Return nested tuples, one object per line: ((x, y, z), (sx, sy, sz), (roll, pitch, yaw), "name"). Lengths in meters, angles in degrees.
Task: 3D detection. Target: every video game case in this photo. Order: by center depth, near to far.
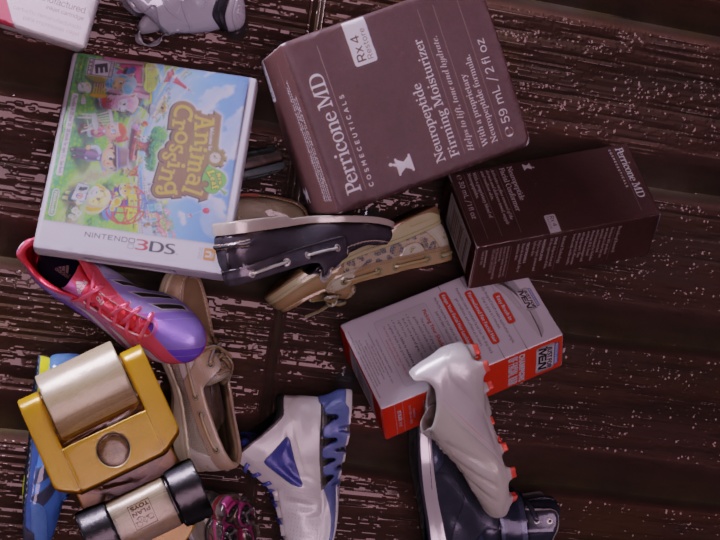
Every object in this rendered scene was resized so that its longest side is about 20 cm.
((-0.200, -0.100, 1.369), (0.180, 0.022, 0.202), (8, 72, 0), "video game case")

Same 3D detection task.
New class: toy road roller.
((-0.227, 0.178, 1.364), (0.122, 0.146, 0.202), (-24, 85, -11), "toy road roller")

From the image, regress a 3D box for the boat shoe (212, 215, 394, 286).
((-0.051, -0.019, 1.362), (0.198, 0.072, 0.064), (-4, 90, -38), "boat shoe")

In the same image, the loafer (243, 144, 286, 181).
((-0.173, -0.105, 1.411), (0.198, 0.072, 0.064), (-13, 93, -9), "loafer")

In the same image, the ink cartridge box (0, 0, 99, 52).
((-0.299, -0.321, 1.350), (0.146, 0.086, 0.202), (15, 94, -14), "ink cartridge box")

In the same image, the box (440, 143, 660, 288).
((0.191, -0.056, 1.473), (0.198, 0.075, 0.101), (-10, 55, -13), "box")

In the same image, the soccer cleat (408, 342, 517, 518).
((0.099, 0.159, 1.405), (0.077, 0.069, 0.202), (-19, 118, -5), "soccer cleat")

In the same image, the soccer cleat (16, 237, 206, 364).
((-0.236, 0.028, 1.369), (0.199, 0.076, 0.067), (32, 93, 15), "soccer cleat")

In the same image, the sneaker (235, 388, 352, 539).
((-0.075, 0.209, 1.467), (0.114, 0.081, 0.202), (8, 98, -1), "sneaker")

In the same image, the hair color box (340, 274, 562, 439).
((0.092, 0.076, 1.464), (0.198, 0.111, 0.064), (-22, 145, -9), "hair color box")

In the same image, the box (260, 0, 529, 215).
((0.029, -0.162, 1.395), (0.198, 0.164, 0.168), (-21, 96, -10), "box")

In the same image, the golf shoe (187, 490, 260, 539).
((-0.137, 0.307, 1.470), (0.091, 0.073, 0.202), (1, 115, 31), "golf shoe")

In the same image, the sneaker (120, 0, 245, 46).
((-0.187, -0.314, 1.380), (0.114, 0.075, 0.202), (-19, 103, -13), "sneaker")

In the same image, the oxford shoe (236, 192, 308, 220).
((-0.143, -0.034, 1.420), (0.198, 0.074, 0.072), (-8, 98, -12), "oxford shoe")

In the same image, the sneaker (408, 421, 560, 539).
((0.128, 0.222, 1.502), (0.144, 0.077, 0.205), (-11, 105, -3), "sneaker")

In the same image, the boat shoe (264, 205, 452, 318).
((0.000, 0.000, 1.458), (0.198, 0.073, 0.063), (-25, 98, -10), "boat shoe")

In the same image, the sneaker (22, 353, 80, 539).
((-0.288, 0.182, 1.416), (0.078, 0.066, 0.203), (7, 94, -17), "sneaker")

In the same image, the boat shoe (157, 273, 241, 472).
((-0.152, 0.096, 1.418), (0.064, 0.072, 0.203), (-7, 90, 29), "boat shoe")
